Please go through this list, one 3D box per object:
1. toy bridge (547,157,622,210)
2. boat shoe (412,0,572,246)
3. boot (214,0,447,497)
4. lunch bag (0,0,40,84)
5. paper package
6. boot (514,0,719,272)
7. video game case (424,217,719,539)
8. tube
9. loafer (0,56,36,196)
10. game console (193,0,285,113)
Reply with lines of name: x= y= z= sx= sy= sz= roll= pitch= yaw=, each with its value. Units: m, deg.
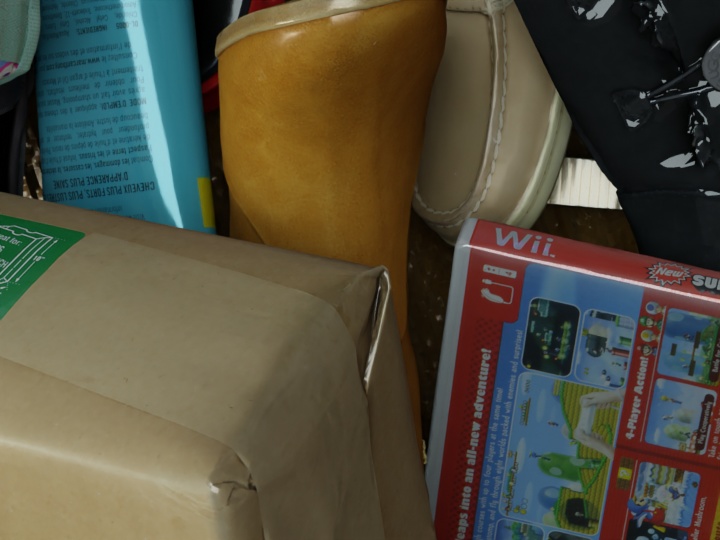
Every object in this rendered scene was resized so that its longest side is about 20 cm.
toy bridge: x=0.085 y=-0.026 z=0.923 sx=0.067 sy=0.027 sz=0.201 roll=4 pitch=91 yaw=7
boat shoe: x=0.023 y=-0.107 z=0.903 sx=0.071 sy=0.064 sz=0.201 roll=-10 pitch=79 yaw=46
boot: x=-0.001 y=0.000 z=0.854 sx=0.070 sy=0.201 sz=0.145 roll=-10 pitch=82 yaw=-12
lunch bag: x=-0.204 y=-0.089 z=0.779 sx=0.199 sy=0.170 sz=0.123 roll=20 pitch=97 yaw=21
paper package: x=-0.082 y=0.081 z=0.840 sx=0.199 sy=0.104 sz=0.192 roll=11 pitch=129 yaw=28
boot: x=0.128 y=-0.093 z=0.864 sx=0.164 sy=0.066 sz=0.201 roll=-27 pitch=102 yaw=-4
video game case: x=0.119 y=0.065 z=0.882 sx=0.199 sy=0.017 sz=0.144 roll=12 pitch=127 yaw=8
tube: x=-0.077 y=-0.062 z=0.907 sx=0.077 sy=0.050 sz=0.201 roll=-5 pitch=89 yaw=46
loafer: x=-0.126 y=-0.047 z=0.897 sx=0.063 sy=0.072 sz=0.201 roll=31 pitch=129 yaw=35
game console: x=-0.095 y=-0.164 z=0.954 sx=0.176 sy=0.031 sz=0.201 roll=16 pitch=91 yaw=13
